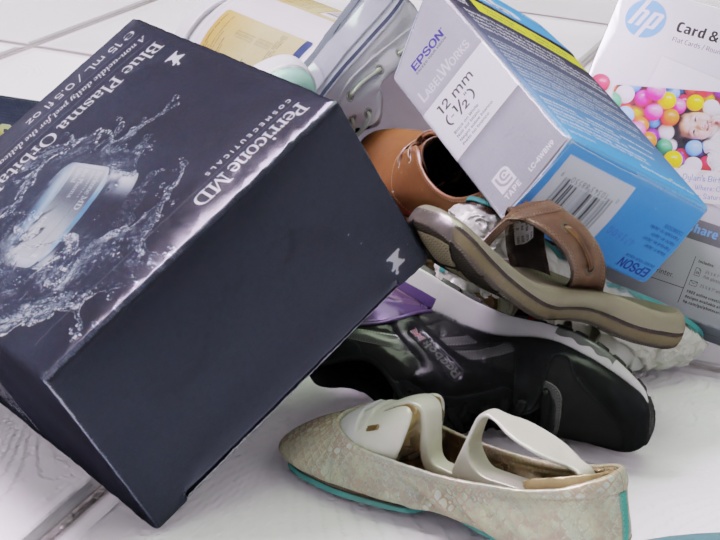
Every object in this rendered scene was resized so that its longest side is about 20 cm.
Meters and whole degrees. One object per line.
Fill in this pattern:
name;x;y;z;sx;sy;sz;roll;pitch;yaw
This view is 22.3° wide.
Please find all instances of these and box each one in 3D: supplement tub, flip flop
supplement tub;-0.049;-0.133;1.386;0.143;0.146;0.199;-9;24;-33
flip flop;0.104;-0.005;0.971;0.199;0.058;0.081;18;7;-36

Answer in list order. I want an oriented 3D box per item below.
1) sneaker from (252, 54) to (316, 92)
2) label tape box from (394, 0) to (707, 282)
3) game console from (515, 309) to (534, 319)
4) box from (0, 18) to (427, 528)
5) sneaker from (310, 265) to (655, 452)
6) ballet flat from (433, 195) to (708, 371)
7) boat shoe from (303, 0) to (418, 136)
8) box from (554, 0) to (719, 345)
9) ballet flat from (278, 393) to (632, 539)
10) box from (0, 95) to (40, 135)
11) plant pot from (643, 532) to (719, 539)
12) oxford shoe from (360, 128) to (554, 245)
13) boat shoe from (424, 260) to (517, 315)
sneaker;-0.061;-0.030;1.084;0.118;0.201;0.074;25;-13;40
label tape box;0.097;-0.094;1.085;0.143;0.066;0.200;20;25;-45
game console;0.106;-0.004;1.251;0.198;0.120;0.172;10;-11;13
box;-0.110;-0.008;0.937;0.197;0.118;0.199;-45;40;-17
sneaker;0.059;0.068;0.996;0.198;0.076;0.088;23;58;19
ballet flat;0.117;0.026;1.073;0.199;0.072;0.072;29;8;-28
boat shoe;-0.012;-0.119;1.224;0.201;0.067;0.073;-53;13;-28
box;0.204;-0.068;1.150;0.155;0.202;0.041;20;-13;21
ballet flat;0.047;0.092;0.902;0.198;0.063;0.067;16;22;30
box;-0.260;-0.085;1.226;0.156;0.052;0.200;7;-4;-11
plant pot;0.090;0.168;0.533;0.187;0.202;0.199;1;13;40
oxford shoe;0.050;-0.066;1.164;0.071;0.071;0.199;-47;33;-12
boat shoe;0.001;-0.002;1.152;0.199;0.074;0.063;14;9;22
